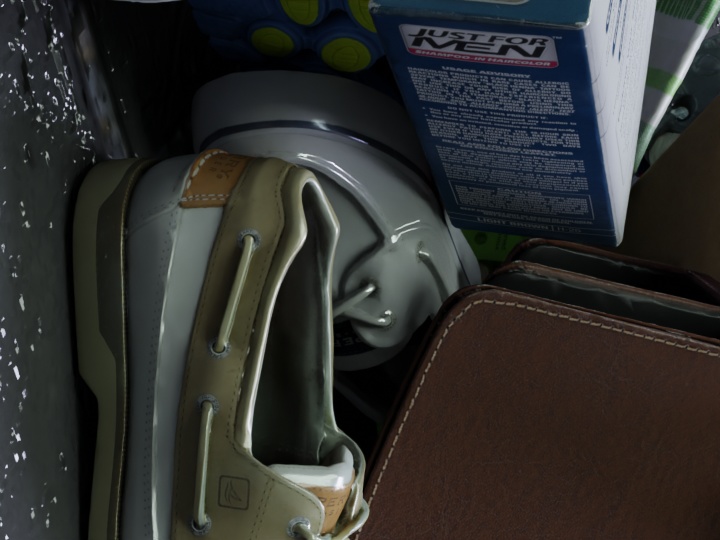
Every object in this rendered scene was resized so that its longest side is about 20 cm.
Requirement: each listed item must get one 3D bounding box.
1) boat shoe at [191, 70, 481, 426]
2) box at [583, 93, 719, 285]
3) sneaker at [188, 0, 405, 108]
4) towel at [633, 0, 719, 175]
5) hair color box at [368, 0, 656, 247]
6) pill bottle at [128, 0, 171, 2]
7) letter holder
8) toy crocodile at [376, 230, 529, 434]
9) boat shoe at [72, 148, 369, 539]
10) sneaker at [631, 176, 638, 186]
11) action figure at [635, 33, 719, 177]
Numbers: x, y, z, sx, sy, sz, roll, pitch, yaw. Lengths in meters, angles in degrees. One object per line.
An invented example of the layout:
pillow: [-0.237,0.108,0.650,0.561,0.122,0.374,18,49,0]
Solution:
boat shoe: [0.000,0.000,0.810,0.200,0.073,0.065,46,40,-58]
box: [0.125,0.038,0.867,0.164,0.021,0.200,129,-32,-51]
sneaker: [-0.007,-0.098,0.771,0.200,0.071,0.083,68,36,-76]
towel: [0.120,-0.135,0.992,0.200,0.023,0.153,-63,-162,6]
hair color box: [0.051,-0.083,0.721,0.200,0.060,0.100,64,34,-72]
pill bottle: [-0.047,-0.176,0.664,0.114,0.114,0.200,64,30,-44]
letter holder: [0.044,0.094,0.811,0.101,0.142,0.200,-131,-123,-66]
toy crocodile: [0.050,0.017,0.938,0.062,0.067,0.200,37,57,-63]
boat shoe: [-0.036,0.065,0.710,0.075,0.068,0.200,-26,110,-67]
sneaker: [0.111,-0.055,1.117,0.114,0.075,0.200,24,67,-70]
action figure: [0.192,-0.068,1.002,0.200,0.193,0.105,-59,154,-31]
